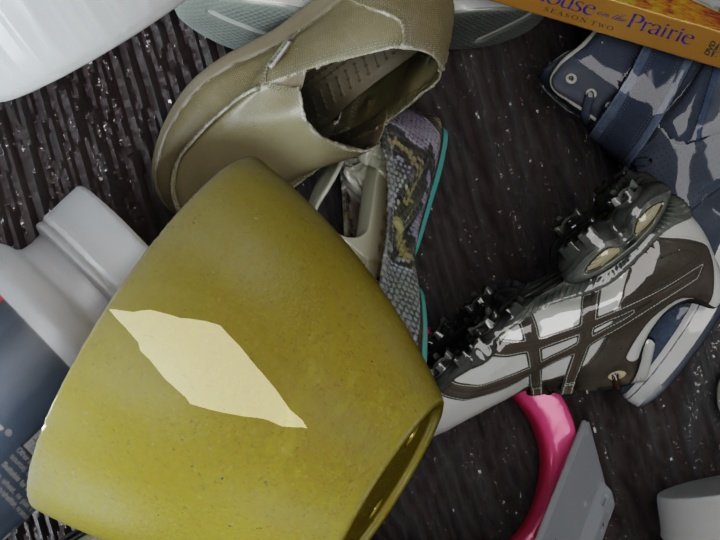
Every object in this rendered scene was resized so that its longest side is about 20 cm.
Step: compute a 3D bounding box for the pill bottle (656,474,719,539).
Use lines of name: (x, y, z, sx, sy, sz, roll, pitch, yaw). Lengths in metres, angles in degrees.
pill bottle: (0.215, 0.211, 1.592, 0.110, 0.111, 0.201, -11, 93, -10)

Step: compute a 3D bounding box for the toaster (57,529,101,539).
toaster: (-0.120, 0.195, 1.518, 0.200, 0.114, 0.130, -30, 93, -32)

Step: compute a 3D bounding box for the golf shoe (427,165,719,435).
golf shoe: (0.100, 0.041, 1.542, 0.200, 0.078, 0.095, -39, 105, 12)

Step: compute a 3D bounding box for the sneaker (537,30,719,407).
sneaker: (0.145, -0.043, 1.599, 0.146, 0.077, 0.203, 26, 94, -1)

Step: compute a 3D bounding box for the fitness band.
fitness band: (0.019, 0.100, 1.593, 0.199, 0.037, 0.144, 10, 88, -12)

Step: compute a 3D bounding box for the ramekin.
ramekin: (-0.139, -0.169, 1.485, 0.200, 0.200, 0.098, -34, 104, -8)

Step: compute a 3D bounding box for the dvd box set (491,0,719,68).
dvd box set: (0.112, -0.193, 1.573, 0.199, 0.029, 0.147, 16, 51, -10)

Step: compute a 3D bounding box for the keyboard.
keyboard: (0.100, 0.156, 1.540, 0.011, 0.200, 0.056, -10, 119, 24)

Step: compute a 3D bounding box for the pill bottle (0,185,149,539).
pill bottle: (-0.184, 0.057, 1.512, 0.200, 0.120, 0.120, -45, 98, -8)

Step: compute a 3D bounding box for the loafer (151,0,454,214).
loafer: (-0.031, -0.084, 1.526, 0.076, 0.068, 0.200, 31, 120, -32)

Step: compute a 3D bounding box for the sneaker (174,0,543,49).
sneaker: (-0.005, -0.159, 1.577, 0.199, 0.070, 0.081, -3, 75, -16)

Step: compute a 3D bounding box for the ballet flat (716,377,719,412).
ballet flat: (0.296, 0.069, 1.630, 0.199, 0.064, 0.068, 5, 89, -10)

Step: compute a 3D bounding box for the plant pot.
plant pot: (-0.045, 0.068, 1.432, 0.142, 0.200, 0.201, 32, 84, 10)

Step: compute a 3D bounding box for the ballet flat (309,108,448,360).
ballet flat: (0.000, 0.000, 1.544, 0.072, 0.072, 0.201, 13, 59, -10)
